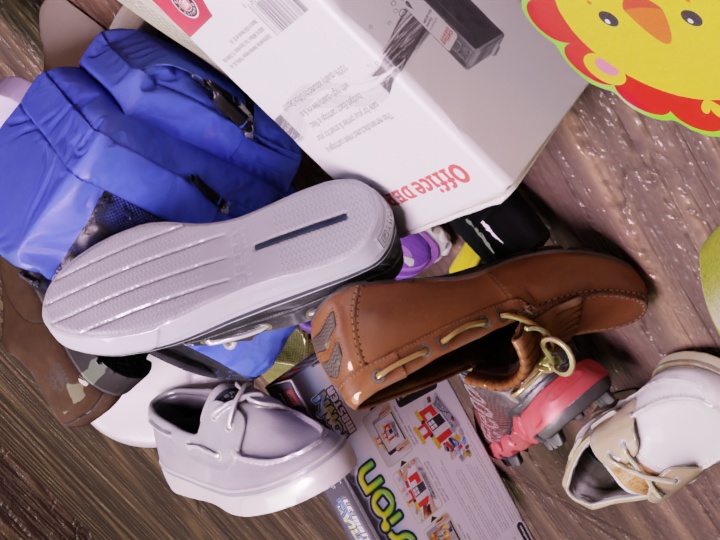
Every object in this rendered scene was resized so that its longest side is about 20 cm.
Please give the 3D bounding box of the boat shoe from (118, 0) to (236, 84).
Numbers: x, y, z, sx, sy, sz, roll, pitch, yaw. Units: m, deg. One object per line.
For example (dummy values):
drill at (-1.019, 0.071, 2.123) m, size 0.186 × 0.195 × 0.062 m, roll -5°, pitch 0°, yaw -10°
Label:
boat shoe at (-0.059, -0.137, 0.903) m, size 0.199 × 0.063 × 0.074 m, roll 34°, pitch 173°, yaw -29°

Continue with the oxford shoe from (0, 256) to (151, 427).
oxford shoe at (-0.214, 0.015, 1.050) m, size 0.072 × 0.084 × 0.201 m, roll 12°, pitch -139°, yaw -48°

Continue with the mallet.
mallet at (0.069, 0.006, 0.974) m, size 0.066 × 0.041 × 0.201 m, roll 45°, pitch 158°, yaw 18°

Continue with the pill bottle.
pill bottle at (-0.149, 0.037, 1.170) m, size 0.113 × 0.113 × 0.200 m, roll 47°, pitch -169°, yaw -17°

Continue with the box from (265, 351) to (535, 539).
box at (0.031, 0.133, 1.044) m, size 0.035 × 0.110 × 0.201 m, roll -20°, pitch 100°, yaw 55°

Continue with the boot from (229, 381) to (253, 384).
boot at (-0.102, 0.074, 1.325) m, size 0.097 × 0.074 × 0.201 m, roll 47°, pitch -160°, yaw -46°

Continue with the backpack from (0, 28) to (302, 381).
backpack at (-0.108, -0.033, 0.970) m, size 0.199 × 0.168 × 0.163 m, roll 33°, pitch -170°, yaw -32°

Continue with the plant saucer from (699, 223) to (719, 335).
plant saucer at (0.250, 0.033, 0.722) m, size 0.199 × 0.048 × 0.200 m, roll 38°, pitch 160°, yaw 7°

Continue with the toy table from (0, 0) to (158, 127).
toy table at (-0.183, -0.100, 1.120) m, size 0.184 × 0.117 × 0.200 m, roll 41°, pitch 159°, yaw -1°

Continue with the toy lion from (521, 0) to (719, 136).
toy lion at (0.127, -0.121, 0.617) m, size 0.192 × 0.069 × 0.199 m, roll 43°, pitch 161°, yaw -28°

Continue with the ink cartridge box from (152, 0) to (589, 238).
ink cartridge box at (-0.002, -0.121, 0.799) m, size 0.200 × 0.084 × 0.144 m, roll 45°, pitch 159°, yaw -11°

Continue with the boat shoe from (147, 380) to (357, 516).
boat shoe at (-0.075, 0.103, 1.004) m, size 0.199 × 0.072 × 0.069 m, roll 2°, pitch 120°, yaw 62°

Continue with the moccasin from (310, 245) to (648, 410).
moccasin at (0.073, 0.035, 0.854) m, size 0.074 × 0.200 × 0.078 m, roll -51°, pitch 55°, yaw 46°

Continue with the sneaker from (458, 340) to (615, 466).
sneaker at (0.100, 0.069, 1.038) m, size 0.098 × 0.071 × 0.201 m, roll 51°, pitch 168°, yaw 7°

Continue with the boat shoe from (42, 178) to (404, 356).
boat shoe at (-0.070, 0.013, 0.853) m, size 0.198 × 0.073 × 0.071 m, roll -13°, pitch 145°, yaw 14°

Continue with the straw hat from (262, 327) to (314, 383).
straw hat at (-0.052, 0.044, 1.227) m, size 0.200 × 0.085 × 0.202 m, roll 35°, pitch 159°, yaw 16°

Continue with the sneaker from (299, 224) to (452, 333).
sneaker at (0.000, 0.000, 1.048) m, size 0.080 × 0.084 × 0.200 m, roll 38°, pitch 158°, yaw 4°

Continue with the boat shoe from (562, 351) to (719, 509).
boat shoe at (0.180, 0.106, 0.966) m, size 0.075 × 0.069 × 0.200 m, roll 39°, pitch 160°, yaw 2°
